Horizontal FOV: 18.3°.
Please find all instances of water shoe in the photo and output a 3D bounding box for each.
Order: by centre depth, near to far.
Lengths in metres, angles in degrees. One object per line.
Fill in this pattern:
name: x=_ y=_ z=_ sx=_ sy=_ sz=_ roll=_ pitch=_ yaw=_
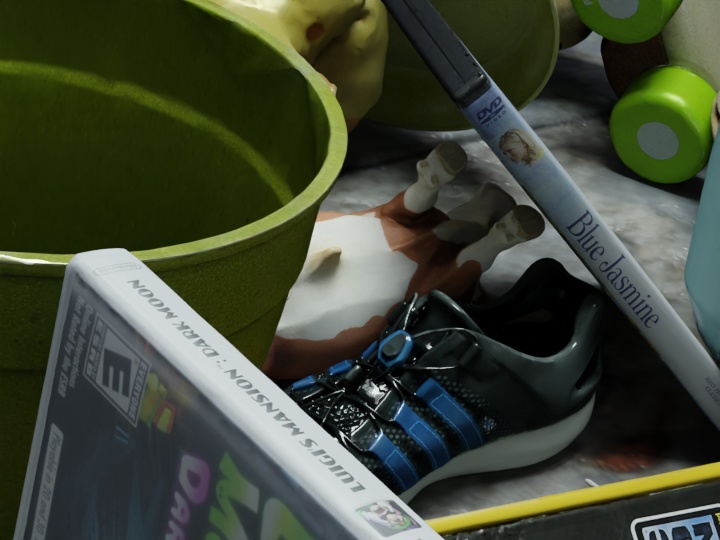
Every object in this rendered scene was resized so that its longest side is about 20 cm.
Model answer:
water shoe: x=0.011 y=0.043 z=0.843 sx=0.199 sy=0.079 sz=0.071 roll=-17 pitch=40 yaw=-40

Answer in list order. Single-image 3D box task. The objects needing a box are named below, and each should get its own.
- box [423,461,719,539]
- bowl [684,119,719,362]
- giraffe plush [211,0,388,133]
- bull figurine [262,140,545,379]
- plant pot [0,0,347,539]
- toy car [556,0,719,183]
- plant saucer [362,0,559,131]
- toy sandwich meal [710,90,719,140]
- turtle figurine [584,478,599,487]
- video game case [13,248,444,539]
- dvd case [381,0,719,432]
box: x=0.078 y=0.158 z=0.590 sx=0.159 sy=0.049 sz=0.201 roll=-6 pitch=73 yaw=-31
bowl: x=0.212 y=0.010 z=0.910 sx=0.200 sy=0.105 sz=0.201 roll=28 pitch=17 yaw=-9
giraffe plush: x=-0.061 y=-0.090 z=0.976 sx=0.199 sy=0.173 sz=0.163 roll=-11 pitch=39 yaw=38
bull figurine: x=0.000 y=0.000 z=0.898 sx=0.199 sy=0.121 sz=0.065 roll=-19 pitch=72 yaw=-31
plant pot: x=-0.118 y=0.027 z=0.712 sx=0.199 sy=0.194 sz=0.201 roll=8 pitch=30 yaw=-5
toy car: x=0.109 y=-0.143 z=1.178 sx=0.199 sy=0.158 sz=0.164 roll=0 pitch=34 yaw=33
plant saucer: x=0.004 y=-0.144 z=1.049 sx=0.199 sy=0.200 sz=0.031 roll=19 pitch=57 yaw=13
toy sandwich meal: x=0.265 y=-0.049 z=1.066 sx=0.204 sy=0.070 sz=0.206 roll=18 pitch=34 yaw=-13
turtle figurine: x=0.168 y=0.114 z=0.758 sx=0.200 sy=0.101 sz=0.150 roll=31 pitch=42 yaw=8
video game case: x=-0.038 y=0.124 z=0.565 sx=0.023 sy=0.201 sz=0.182 roll=-9 pitch=35 yaw=-39
dvd case: x=0.080 y=-0.032 z=0.913 sx=0.200 sy=0.018 sz=0.143 roll=48 pitch=7 yaw=-29
